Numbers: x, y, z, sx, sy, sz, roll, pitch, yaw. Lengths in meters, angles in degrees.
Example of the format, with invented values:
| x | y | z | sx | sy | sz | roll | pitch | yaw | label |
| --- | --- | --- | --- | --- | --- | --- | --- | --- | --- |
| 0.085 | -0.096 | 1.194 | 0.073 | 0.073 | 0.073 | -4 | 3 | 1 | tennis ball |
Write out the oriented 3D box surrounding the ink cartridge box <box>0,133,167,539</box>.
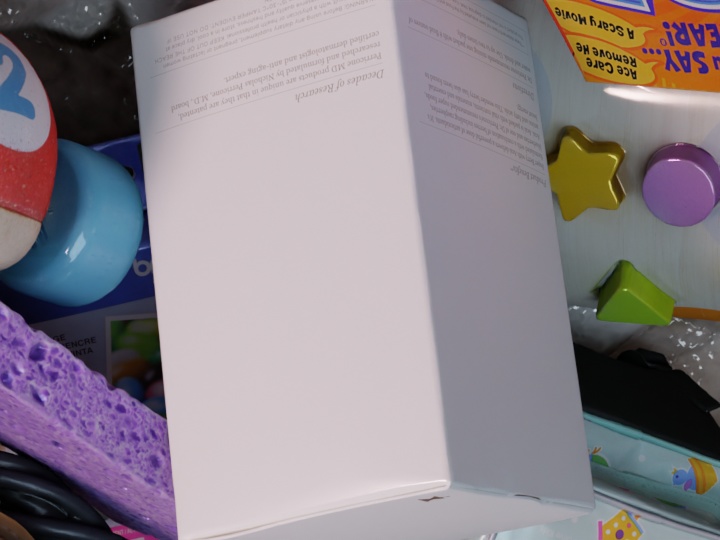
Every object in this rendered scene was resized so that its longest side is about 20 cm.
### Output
| x | y | z | sx | sy | sz | roll | pitch | yaw | label |
| --- | --- | --- | --- | --- | --- | --- | --- | --- | --- |
| -0.099 | 0.043 | 1.046 | 0.118 | 0.042 | 0.201 | -12 | 115 | -5 | ink cartridge box |

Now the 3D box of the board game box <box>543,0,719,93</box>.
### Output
| x | y | z | sx | sy | sz | roll | pitch | yaw | label |
| --- | --- | --- | --- | --- | --- | --- | --- | --- | --- |
| 0.160 | -0.199 | 0.846 | 0.200 | 0.199 | 0.200 | -45 | 120 | -22 | board game box |

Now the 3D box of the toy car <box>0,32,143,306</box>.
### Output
| x | y | z | sx | sy | sz | roll | pitch | yaw | label |
| --- | --- | --- | --- | --- | --- | --- | --- | --- | --- |
| -0.170 | -0.110 | 0.893 | 0.184 | 0.176 | 0.201 | 20 | 86 | -52 | toy car |

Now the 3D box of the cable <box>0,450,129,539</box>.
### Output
| x | y | z | sx | sy | sz | roll | pitch | yaw | label |
| --- | --- | --- | --- | --- | --- | --- | --- | --- | --- |
| -0.166 | 0.122 | 1.026 | 0.198 | 0.051 | 0.164 | 8 | 132 | 11 | cable |

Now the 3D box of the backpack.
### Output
| x | y | z | sx | sy | sz | roll | pitch | yaw | label |
| --- | --- | --- | --- | --- | --- | --- | --- | --- | --- |
| 0.066 | 0.138 | 1.061 | 0.175 | 0.154 | 0.201 | 19 | 116 | -28 | backpack |

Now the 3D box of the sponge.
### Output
| x | y | z | sx | sy | sz | roll | pitch | yaw | label |
| --- | --- | --- | --- | --- | --- | --- | --- | --- | --- |
| -0.119 | 0.055 | 0.942 | 0.200 | 0.111 | 0.030 | 41 | 71 | -39 | sponge |

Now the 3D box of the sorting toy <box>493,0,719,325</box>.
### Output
| x | y | z | sx | sy | sz | roll | pitch | yaw | label |
| --- | --- | --- | --- | --- | --- | --- | --- | --- | --- |
| 0.092 | -0.052 | 1.018 | 0.178 | 0.107 | 0.201 | 1 | 117 | 10 | sorting toy |

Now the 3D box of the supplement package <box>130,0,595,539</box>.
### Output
| x | y | z | sx | sy | sz | roll | pitch | yaw | label |
| --- | --- | --- | --- | --- | --- | --- | --- | --- | --- |
| 0.000 | 0.000 | 0.924 | 0.119 | 0.202 | 0.121 | -15 | 163 | 28 | supplement package |

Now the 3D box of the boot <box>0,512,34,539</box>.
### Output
| x | y | z | sx | sy | sz | roll | pitch | yaw | label |
| --- | --- | --- | --- | --- | --- | --- | --- | --- | --- |
| -0.163 | 0.167 | 0.973 | 0.199 | 0.074 | 0.154 | 35 | 138 | -24 | boot |
